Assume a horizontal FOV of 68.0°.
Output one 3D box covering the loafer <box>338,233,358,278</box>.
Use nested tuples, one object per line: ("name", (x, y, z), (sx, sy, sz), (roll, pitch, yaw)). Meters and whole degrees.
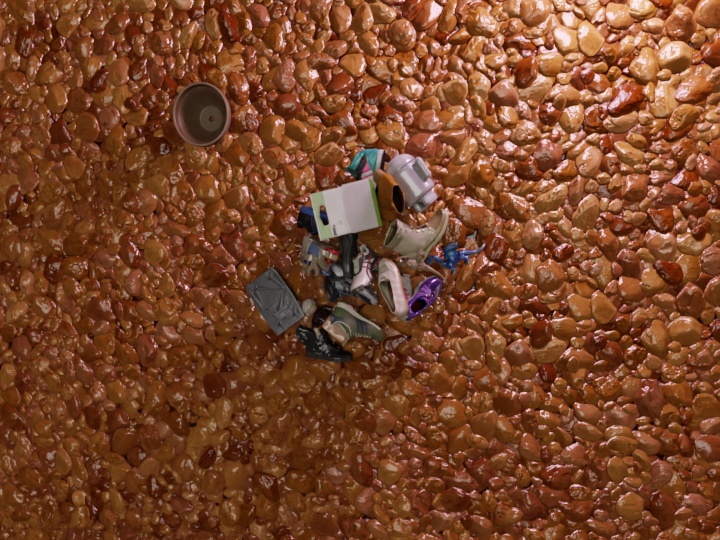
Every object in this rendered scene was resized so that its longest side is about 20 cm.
("loafer", (-0.045, -0.071, 1.737), (0.062, 0.072, 0.205), (-6, 70, 25))

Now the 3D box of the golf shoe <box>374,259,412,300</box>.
("golf shoe", (0.136, 0.058, 1.728), (0.092, 0.073, 0.201), (-41, 87, 9))

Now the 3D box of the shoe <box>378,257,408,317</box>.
("shoe", (0.093, 0.048, 1.643), (0.070, 0.053, 0.203), (-45, 54, 42))

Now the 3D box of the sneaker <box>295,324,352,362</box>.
("sneaker", (-0.122, 0.244, 1.794), (0.195, 0.060, 0.107), (5, 99, 12))

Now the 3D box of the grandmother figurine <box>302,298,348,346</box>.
("grandmother figurine", (-0.116, 0.168, 1.779), (0.199, 0.121, 0.061), (39, 141, 5))

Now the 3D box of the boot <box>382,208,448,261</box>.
("boot", (0.174, -0.128, 1.674), (0.153, 0.072, 0.202), (27, 104, -27))

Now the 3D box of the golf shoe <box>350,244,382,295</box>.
("golf shoe", (0.000, 0.000, 1.685), (0.077, 0.201, 0.088), (-30, 110, 35))

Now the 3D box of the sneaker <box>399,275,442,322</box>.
("sneaker", (0.204, 0.091, 1.679), (0.200, 0.083, 0.081), (-43, 101, -30))

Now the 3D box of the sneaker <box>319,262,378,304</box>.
("sneaker", (-0.041, 0.072, 1.762), (0.199, 0.075, 0.115), (39, 104, 7))

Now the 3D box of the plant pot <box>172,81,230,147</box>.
("plant pot", (-0.514, -0.511, 1.776), (0.196, 0.093, 0.206), (1, 94, 9))

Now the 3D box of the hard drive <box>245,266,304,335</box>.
("hard drive", (-0.287, 0.103, 1.818), (0.134, 0.042, 0.202), (-35, 89, 10))

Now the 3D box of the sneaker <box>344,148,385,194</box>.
("sneaker", (0.004, -0.296, 1.714), (0.118, 0.084, 0.204), (15, 102, 12))

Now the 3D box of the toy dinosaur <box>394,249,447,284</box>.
("toy dinosaur", (0.186, -0.017, 1.677), (0.196, 0.101, 0.059), (13, 69, 6))

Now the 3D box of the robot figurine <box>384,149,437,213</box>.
("robot figurine", (0.153, -0.281, 1.674), (0.201, 0.113, 0.169), (51, 133, 3))

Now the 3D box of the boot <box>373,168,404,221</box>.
("boot", (0.096, -0.203, 1.638), (0.070, 0.145, 0.203), (-25, 131, -8))

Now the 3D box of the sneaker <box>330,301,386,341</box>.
("sneaker", (-0.014, 0.193, 1.739), (0.199, 0.067, 0.091), (36, 63, -11))

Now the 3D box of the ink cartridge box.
("ink cartridge box", (-0.046, -0.188, 1.642), (0.196, 0.076, 0.151), (-14, 98, -4))

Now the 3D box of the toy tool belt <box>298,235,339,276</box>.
("toy tool belt", (-0.133, -0.026, 1.707), (0.123, 0.199, 0.125), (14, 99, -29))

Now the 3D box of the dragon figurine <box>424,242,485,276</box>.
("dragon figurine", (0.296, -0.052, 1.694), (0.199, 0.059, 0.100), (-36, 96, 17))

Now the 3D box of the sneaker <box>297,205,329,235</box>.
("sneaker", (-0.124, -0.146, 1.743), (0.197, 0.070, 0.079), (24, 109, 29))
